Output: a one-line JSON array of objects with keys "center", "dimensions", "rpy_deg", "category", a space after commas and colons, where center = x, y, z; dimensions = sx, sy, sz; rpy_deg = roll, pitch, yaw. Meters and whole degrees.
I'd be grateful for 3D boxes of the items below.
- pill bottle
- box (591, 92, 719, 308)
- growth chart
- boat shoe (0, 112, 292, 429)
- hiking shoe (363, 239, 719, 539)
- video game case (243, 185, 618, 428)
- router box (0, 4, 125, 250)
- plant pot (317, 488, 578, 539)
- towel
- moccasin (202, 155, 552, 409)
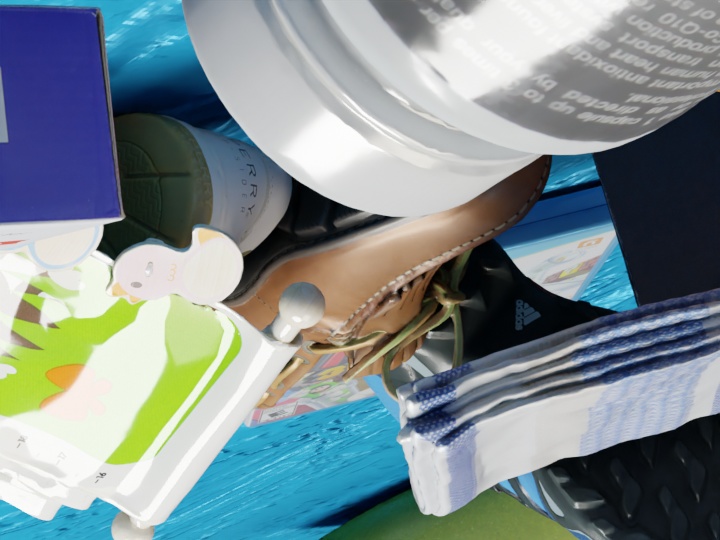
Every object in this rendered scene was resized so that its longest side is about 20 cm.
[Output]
[{"center": [0.055, -0.091, 0.517], "dimensions": [0.113, 0.113, 0.200], "rpy_deg": [-5, 160, -40], "category": "pill bottle"}, {"center": [0.170, -0.037, 0.860], "dimensions": [0.148, 0.107, 0.200], "rpy_deg": [-20, 166, 16], "category": "box"}, {"center": [-0.122, 0.025, 0.760], "dimensions": [0.199, 0.018, 0.145], "rpy_deg": [13, 134, -17], "category": "growth chart"}, {"center": [-0.099, 0.017, 0.827], "dimensions": [0.200, 0.071, 0.069], "rpy_deg": [-29, 161, 35], "category": "boat shoe"}, {"center": [0.069, 0.051, 0.914], "dimensions": [0.074, 0.200, 0.087], "rpy_deg": [-41, 156, -16], "category": "hiking shoe"}, {"center": [0.026, 0.018, 1.077], "dimensions": [0.143, 0.018, 0.200], "rpy_deg": [-13, 165, -11], "category": "video game case"}, {"center": [-0.183, -0.018, 0.568], "dimensions": [0.200, 0.049, 0.179], "rpy_deg": [-3, 174, -42], "category": "router box"}, {"center": [0.084, 0.179, 1.481], "dimensions": [0.200, 0.187, 0.187], "rpy_deg": [-44, 153, 29], "category": "plant pot"}, {"center": [0.106, 0.030, 0.778], "dimensions": [0.199, 0.024, 0.147], "rpy_deg": [-16, 166, -2], "category": "towel"}, {"center": [-0.001, 0.001, 0.833], "dimensions": [0.078, 0.074, 0.201], "rpy_deg": [37, 141, -15], "category": "moccasin"}]
